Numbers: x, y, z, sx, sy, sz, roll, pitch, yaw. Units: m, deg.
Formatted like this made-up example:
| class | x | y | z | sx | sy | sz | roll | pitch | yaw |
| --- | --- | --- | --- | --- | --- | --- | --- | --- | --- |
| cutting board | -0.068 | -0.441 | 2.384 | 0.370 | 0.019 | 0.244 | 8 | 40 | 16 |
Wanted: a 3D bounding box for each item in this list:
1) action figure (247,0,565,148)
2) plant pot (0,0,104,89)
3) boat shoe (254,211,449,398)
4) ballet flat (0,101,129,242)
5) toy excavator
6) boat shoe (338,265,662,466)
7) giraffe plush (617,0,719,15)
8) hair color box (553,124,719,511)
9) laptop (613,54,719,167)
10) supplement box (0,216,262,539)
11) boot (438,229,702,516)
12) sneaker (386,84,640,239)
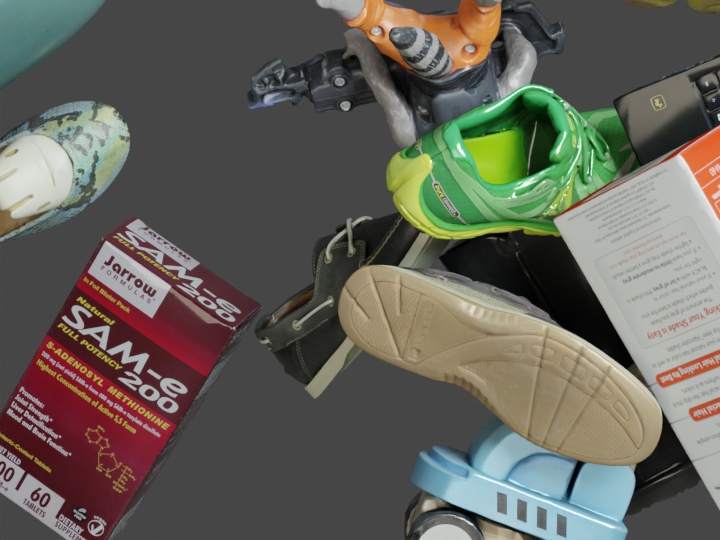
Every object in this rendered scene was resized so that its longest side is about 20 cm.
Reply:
| class | x | y | z | sx | sy | sz | roll | pitch | yaw |
| --- | --- | --- | --- | --- | --- | --- | --- | --- | --- |
| action figure | 0.022 | -0.113 | 1.298 | 0.199 | 0.105 | 0.194 | -15 | 145 | 10 |
| plant pot | -0.236 | -0.209 | 1.329 | 0.160 | 0.201 | 0.201 | -27 | 98 | 7 |
| boat shoe | 0.000 | 0.000 | 1.368 | 0.068 | 0.072 | 0.200 | 45 | 131 | 5 |
| ballet flat | -0.240 | -0.045 | 1.440 | 0.199 | 0.074 | 0.075 | -29 | 97 | 21 |
| toy excavator | 0.137 | 0.111 | 1.313 | 0.193 | 0.100 | 0.201 | 20 | 95 | 0 |
| boat shoe | 0.085 | 0.046 | 1.269 | 0.199 | 0.065 | 0.072 | 23 | 114 | 12 |
| giraffe plush | 0.195 | -0.243 | 1.224 | 0.172 | 0.200 | 0.163 | 10 | 83 | -27 |
| hair color box | 0.207 | 0.029 | 1.227 | 0.111 | 0.064 | 0.201 | -28 | 92 | 50 |
| laptop | 0.251 | -0.040 | 1.196 | 0.199 | 0.103 | 0.178 | -21 | 99 | 23 |
| supplement box | -0.163 | 0.078 | 1.460 | 0.109 | 0.061 | 0.201 | 34 | 111 | 4 |
| boot | 0.105 | 0.069 | 1.376 | 0.164 | 0.066 | 0.201 | -29 | 102 | 9 |
| sneaker | 0.110 | -0.063 | 1.276 | 0.084 | 0.199 | 0.074 | -43 | 66 | 48 |
